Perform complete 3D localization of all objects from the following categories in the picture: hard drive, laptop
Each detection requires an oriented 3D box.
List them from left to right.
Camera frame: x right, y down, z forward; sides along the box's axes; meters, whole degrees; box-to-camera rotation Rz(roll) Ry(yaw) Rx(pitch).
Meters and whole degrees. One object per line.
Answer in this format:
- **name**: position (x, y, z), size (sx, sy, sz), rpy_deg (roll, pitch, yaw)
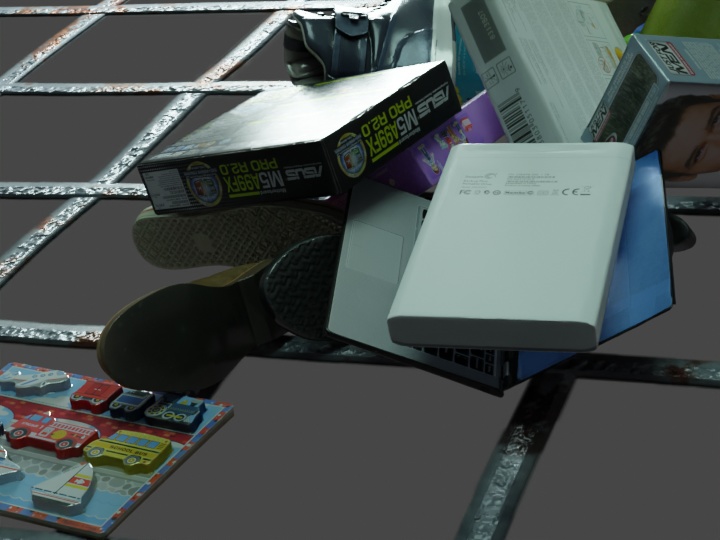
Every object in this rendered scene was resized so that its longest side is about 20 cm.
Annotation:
- **laptop**: position (0.094, -0.022, 1.140), size (0.198, 0.116, 0.188), rpy_deg (19, 35, -7)
- **hard drive**: position (0.104, -0.020, 1.104), size (0.131, 0.027, 0.201), rpy_deg (1, 36, 17)

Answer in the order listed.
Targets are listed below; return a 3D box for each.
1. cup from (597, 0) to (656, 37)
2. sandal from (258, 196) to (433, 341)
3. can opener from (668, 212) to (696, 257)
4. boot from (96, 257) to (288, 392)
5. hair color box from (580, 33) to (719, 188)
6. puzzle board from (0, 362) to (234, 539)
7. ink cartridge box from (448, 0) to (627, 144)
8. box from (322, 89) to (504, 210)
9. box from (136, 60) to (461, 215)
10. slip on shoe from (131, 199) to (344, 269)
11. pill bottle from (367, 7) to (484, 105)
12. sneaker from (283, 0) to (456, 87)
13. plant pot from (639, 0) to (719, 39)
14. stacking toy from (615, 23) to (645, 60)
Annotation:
- **cup**: position (0.217, -0.272, 1.596), size (0.199, 0.201, 0.144), rpy_deg (-17, 54, -16)
- **sandal**: position (0.001, 0.001, 1.231), size (0.200, 0.076, 0.048), rpy_deg (-21, 9, -39)
- **can opener**: position (0.148, -0.028, 1.260), size (0.199, 0.079, 0.064), rpy_deg (5, 68, 32)
- **boot**: position (-0.123, 0.040, 1.181), size (0.075, 0.074, 0.199), rpy_deg (-4, 11, 37)
- **hair color box**: position (0.275, -0.116, 1.258), size (0.198, 0.099, 0.061), rpy_deg (-1, 43, -28)
- **puzzle board**: position (-0.205, 0.112, 1.118), size (0.199, 0.018, 0.151), rpy_deg (7, 30, 30)
- **ink cartridge box**: position (0.167, -0.146, 1.345), size (0.057, 0.164, 0.199), rpy_deg (-31, -17, 28)
- **box**: position (0.062, -0.096, 1.351), size (0.137, 0.039, 0.200), rpy_deg (-31, 4, 46)
- **box**: position (-0.047, -0.100, 1.275), size (0.199, 0.045, 0.160), rpy_deg (-4, 23, 41)
- **slip on shoe**: position (-0.085, -0.035, 1.314), size (0.198, 0.075, 0.061), rpy_deg (2, 31, 30)
- **pill bottle**: position (0.090, -0.201, 1.547), size (0.199, 0.112, 0.111), rpy_deg (10, 32, 33)
- **sneaker**: position (0.009, -0.214, 1.432), size (0.145, 0.077, 0.203), rpy_deg (2, 41, 2)
- **plant pot**: position (0.339, -0.238, 1.372), size (0.185, 0.201, 0.188), rpy_deg (4, 50, -5)
- **stacking toy**: position (0.247, -0.179, 1.504), size (0.199, 0.086, 0.085), rpy_deg (-28, 32, -24)
